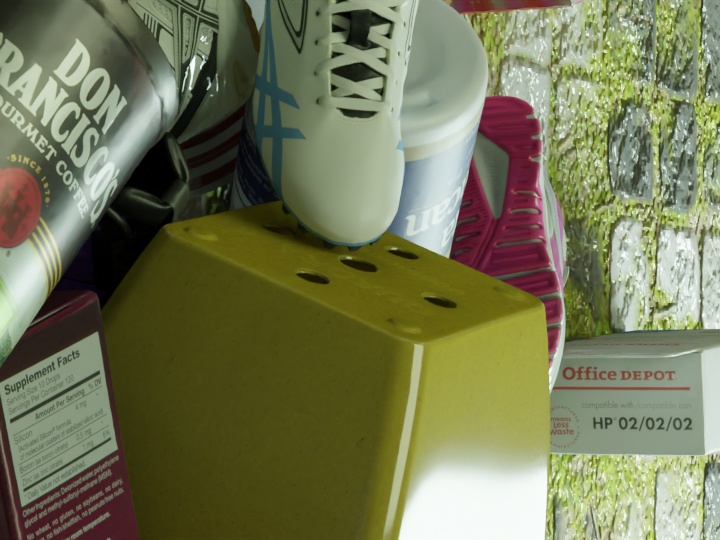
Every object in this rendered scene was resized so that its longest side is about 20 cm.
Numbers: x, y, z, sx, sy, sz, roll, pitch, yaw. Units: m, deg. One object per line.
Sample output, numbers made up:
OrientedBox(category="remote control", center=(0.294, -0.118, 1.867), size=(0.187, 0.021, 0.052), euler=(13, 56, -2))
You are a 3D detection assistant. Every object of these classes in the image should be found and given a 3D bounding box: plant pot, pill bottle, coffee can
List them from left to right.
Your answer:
OrientedBox(category="coffee can", center=(-0.179, -0.022, 1.093), size=(0.200, 0.146, 0.147), euler=(-58, 140, -23))
OrientedBox(category="plant pot", center=(-0.024, 0.077, 1.313), size=(0.200, 0.199, 0.177), euler=(-13, 124, -61))
OrientedBox(category="pill bottle", center=(-0.007, -0.034, 1.442), size=(0.200, 0.111, 0.111), euler=(102, 13, -44))

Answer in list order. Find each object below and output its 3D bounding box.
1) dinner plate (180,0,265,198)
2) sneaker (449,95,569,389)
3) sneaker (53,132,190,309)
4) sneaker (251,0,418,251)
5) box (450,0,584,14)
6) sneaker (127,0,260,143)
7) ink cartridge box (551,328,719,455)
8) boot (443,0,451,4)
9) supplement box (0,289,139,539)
OrientedBox(category="dinner plate", center=(-0.072, -0.127, 1.413), size=(0.200, 0.024, 0.201), euler=(-31, 136, -36))
OrientedBox(category="sneaker", center=(0.084, 0.006, 1.686), size=(0.088, 0.081, 0.201), euler=(59, 31, -60))
OrientedBox(category="sneaker", center=(-0.113, -0.021, 1.309), size=(0.200, 0.099, 0.070), euler=(61, 41, -40))
OrientedBox(category="sneaker", center=(-0.007, -0.108, 1.311), size=(0.073, 0.072, 0.201), euler=(126, -32, -67))
OrientedBox(category="box", center=(0.088, -0.253, 1.700), size=(0.103, 0.094, 0.201), euler=(-27, 112, -58))
OrientedBox(category="sneaker", center=(-0.096, -0.127, 1.295), size=(0.088, 0.076, 0.201), euler=(-39, 140, -28))
OrientedBox(category="ink cartridge box", center=(0.182, 0.076, 1.844), size=(0.200, 0.115, 0.068), euler=(-6, 94, -61))
OrientedBox(category="boot", center=(0.006, -0.198, 1.574), size=(0.200, 0.073, 0.155), euler=(-36, 124, -54))
OrientedBox(category="supplement box", center=(-0.156, 0.115, 1.214), size=(0.086, 0.110, 0.201), euler=(-31, 116, -57))
